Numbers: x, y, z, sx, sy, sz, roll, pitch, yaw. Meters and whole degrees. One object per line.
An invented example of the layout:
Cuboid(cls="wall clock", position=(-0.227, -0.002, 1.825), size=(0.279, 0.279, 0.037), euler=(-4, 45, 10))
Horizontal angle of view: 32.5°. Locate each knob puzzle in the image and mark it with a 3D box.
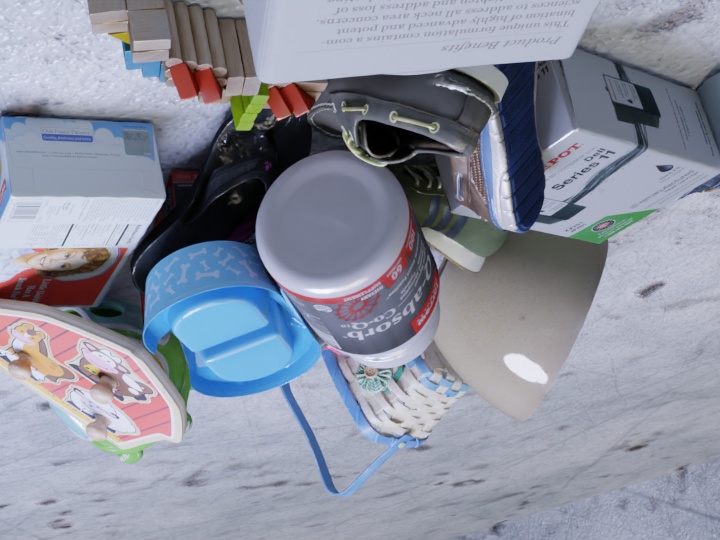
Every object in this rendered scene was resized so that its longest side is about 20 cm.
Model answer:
Cuboid(cls="knob puzzle", position=(-0.226, 0.090, 1.001), size=(0.218, 0.031, 0.220), euler=(19, 149, 12))

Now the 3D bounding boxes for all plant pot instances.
Cuboid(cls="plant pot", position=(0.138, 0.030, 1.212), size=(0.134, 0.201, 0.200), euler=(24, 154, 0))

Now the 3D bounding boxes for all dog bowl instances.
Cuboid(cls="dog bowl", position=(-0.103, 0.040, 0.979), size=(0.111, 0.050, 0.200), euler=(-21, 151, 6))

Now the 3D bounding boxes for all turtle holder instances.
Cuboid(cls="turtle holder", position=(-0.235, 0.107, 1.165), size=(0.141, 0.186, 0.132), euler=(-33, 137, 13))

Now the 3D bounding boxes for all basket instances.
Cuboid(cls="basket", position=(0.006, 0.125, 1.360), size=(0.200, 0.177, 0.139), euler=(-46, 145, 23))

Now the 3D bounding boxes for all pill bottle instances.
Cuboid(cls="pill bottle", position=(0.000, 0.000, 0.967), size=(0.115, 0.117, 0.200), euler=(-16, 154, 8))

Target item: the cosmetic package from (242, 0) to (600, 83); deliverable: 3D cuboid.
Cuboid(cls="cosmetic package", position=(0.029, -0.210, 0.550), size=(0.166, 0.167, 0.200), euler=(-7, 157, -14))

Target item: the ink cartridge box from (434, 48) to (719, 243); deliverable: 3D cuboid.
Cuboid(cls="ink cartridge box", position=(0.177, -0.099, 1.017), size=(0.199, 0.084, 0.146), euler=(8, 150, -40))

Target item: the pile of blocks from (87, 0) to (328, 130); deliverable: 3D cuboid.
Cuboid(cls="pile of blocks", position=(-0.103, -0.128, 0.819), size=(0.082, 0.063, 0.199), euler=(-29, 153, 36))

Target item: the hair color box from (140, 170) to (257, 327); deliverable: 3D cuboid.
Cuboid(cls="hair color box", position=(-0.126, -0.015, 1.083), size=(0.110, 0.064, 0.200), euler=(-2, 157, -20))

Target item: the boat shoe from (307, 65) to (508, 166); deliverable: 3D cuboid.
Cuboid(cls="boat shoe", position=(0.018, -0.106, 0.845), size=(0.072, 0.061, 0.201), euler=(27, 168, -32))

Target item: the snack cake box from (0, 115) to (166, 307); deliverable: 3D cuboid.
Cuboid(cls="snack cake box", position=(-0.237, -0.039, 0.956), size=(0.114, 0.068, 0.200), euler=(-2, 156, -29))

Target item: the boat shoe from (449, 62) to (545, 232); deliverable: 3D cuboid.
Cuboid(cls="boat shoe", position=(0.082, -0.116, 0.878), size=(0.072, 0.072, 0.201), euler=(14, 130, 30))

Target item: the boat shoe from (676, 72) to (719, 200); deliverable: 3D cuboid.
Cuboid(cls="boat shoe", position=(0.331, -0.121, 1.079), size=(0.090, 0.071, 0.200), euler=(-8, 165, -16))

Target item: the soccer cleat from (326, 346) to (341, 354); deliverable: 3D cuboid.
Cuboid(cls="soccer cleat", position=(-0.008, 0.043, 1.270), size=(0.199, 0.077, 0.067), euler=(-25, 159, 32))

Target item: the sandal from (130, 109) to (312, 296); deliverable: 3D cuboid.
Cuboid(cls="sandal", position=(-0.099, -0.047, 0.940), size=(0.075, 0.048, 0.201), euler=(26, 112, -33))

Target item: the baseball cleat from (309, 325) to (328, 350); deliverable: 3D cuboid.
Cuboid(cls="baseball cleat", position=(-0.029, 0.030, 1.151), size=(0.200, 0.070, 0.106), euler=(-35, 173, -25))

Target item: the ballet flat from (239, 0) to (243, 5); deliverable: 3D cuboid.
Cuboid(cls="ballet flat", position=(-0.025, -0.174, 0.768), size=(0.199, 0.068, 0.072), euler=(3, 173, -43))

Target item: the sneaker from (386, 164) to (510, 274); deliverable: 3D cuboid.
Cuboid(cls="sneaker", position=(0.070, -0.071, 1.070), size=(0.090, 0.067, 0.200), euler=(-45, 137, 17))
